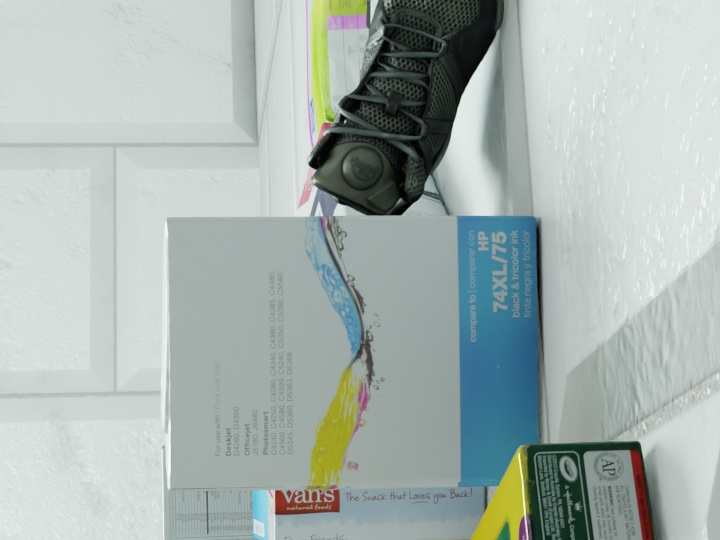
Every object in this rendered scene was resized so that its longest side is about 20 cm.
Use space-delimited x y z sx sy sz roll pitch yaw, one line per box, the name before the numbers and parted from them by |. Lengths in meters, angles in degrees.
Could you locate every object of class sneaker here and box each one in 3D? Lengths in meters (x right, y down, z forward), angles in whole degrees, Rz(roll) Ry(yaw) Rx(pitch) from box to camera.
sneaker | 0.026 -0.106 0.950 0.114 0.076 0.200 -65 -5 -47

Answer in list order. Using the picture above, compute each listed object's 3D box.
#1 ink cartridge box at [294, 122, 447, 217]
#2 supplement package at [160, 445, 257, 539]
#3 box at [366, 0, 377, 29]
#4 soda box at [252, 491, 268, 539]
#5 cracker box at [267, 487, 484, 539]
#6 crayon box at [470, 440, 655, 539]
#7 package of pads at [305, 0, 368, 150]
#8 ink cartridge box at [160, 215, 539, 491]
ink cartridge box | 0.000 0.000 1.190 0.200 0.084 0.145 -104 29 -64
supplement package | -0.081 0.231 1.501 0.152 0.199 0.151 145 124 -82
box | 0.040 -0.193 1.092 0.200 0.049 0.083 -118 28 -75
soda box | -0.007 0.173 1.174 0.200 0.068 0.064 6 97 61
cracker box | 0.009 0.217 1.040 0.058 0.133 0.201 -157 67 -82
crayon box | 0.088 0.197 0.705 0.173 0.058 0.201 100 167 -63
package of pads | -0.011 -0.207 1.438 0.155 0.068 0.201 128 140 -80
ink cartridge box | -0.012 0.044 0.927 0.147 0.199 0.147 178 92 -83
